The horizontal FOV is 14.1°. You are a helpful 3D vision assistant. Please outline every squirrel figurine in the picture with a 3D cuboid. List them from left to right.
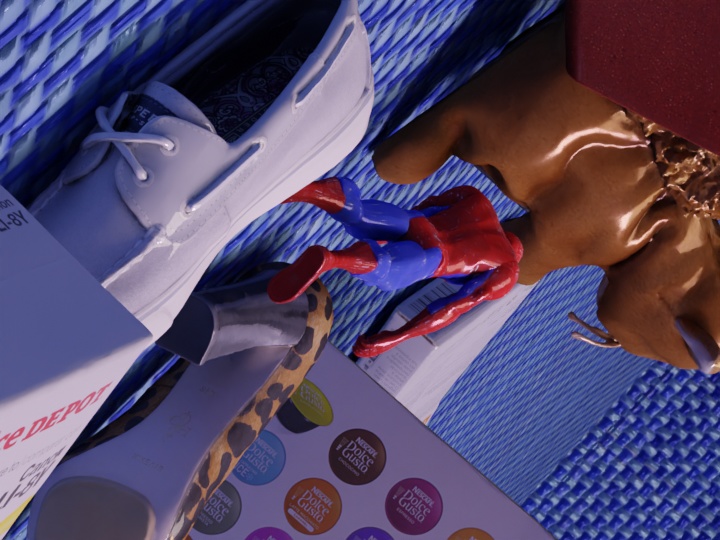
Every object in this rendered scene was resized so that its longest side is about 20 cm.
[{"bbox_3d":[0.145,-0.044,1.400,0.200,0.187,0.141,-32,-175,40],"label":"squirrel figurine"}]

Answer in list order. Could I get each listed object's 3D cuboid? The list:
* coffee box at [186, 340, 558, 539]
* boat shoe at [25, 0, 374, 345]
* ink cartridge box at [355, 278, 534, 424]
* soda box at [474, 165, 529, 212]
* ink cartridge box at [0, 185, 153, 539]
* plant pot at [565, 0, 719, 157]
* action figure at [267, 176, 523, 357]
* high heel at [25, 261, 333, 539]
[{"bbox_3d":[-0.026,0.175,1.562,0.198,0.200,0.200,-47,170,-11],"label":"coffee box"},{"bbox_3d":[-0.066,-0.036,0.992,0.200,0.072,0.069,-36,144,-30],"label":"boat shoe"},{"bbox_3d":[0.026,0.073,1.877,0.200,0.041,0.200,-54,169,30],"label":"ink cartridge box"},{"bbox_3d":[0.154,-0.115,1.628,0.200,0.071,0.063,-50,171,10],"label":"soda box"},{"bbox_3d":[-0.172,0.078,0.888,0.200,0.083,0.145,-53,169,22],"label":"ink cartridge box"},{"bbox_3d":[0.195,-0.142,1.208,0.200,0.200,0.177,-33,147,-58],"label":"plant pot"},{"bbox_3d":[0.000,0.000,1.316,0.099,0.065,0.200,-34,160,31],"label":"action figure"},{"bbox_3d":[-0.080,0.089,1.359,0.200,0.071,0.142,-62,161,18],"label":"high heel"}]
